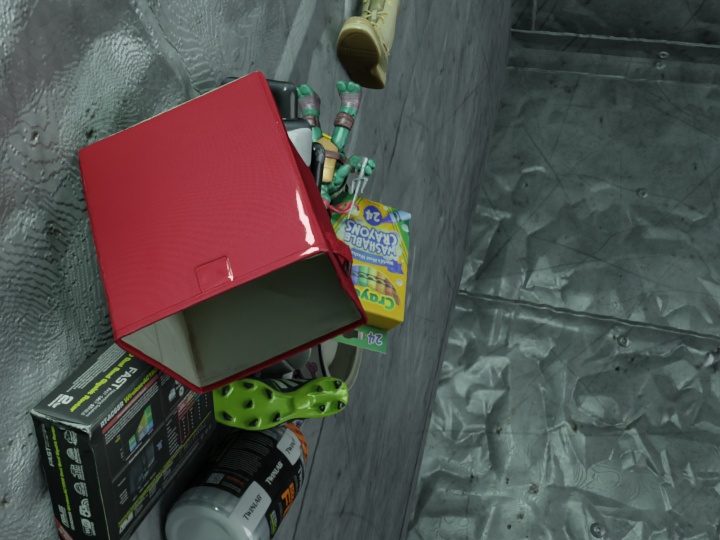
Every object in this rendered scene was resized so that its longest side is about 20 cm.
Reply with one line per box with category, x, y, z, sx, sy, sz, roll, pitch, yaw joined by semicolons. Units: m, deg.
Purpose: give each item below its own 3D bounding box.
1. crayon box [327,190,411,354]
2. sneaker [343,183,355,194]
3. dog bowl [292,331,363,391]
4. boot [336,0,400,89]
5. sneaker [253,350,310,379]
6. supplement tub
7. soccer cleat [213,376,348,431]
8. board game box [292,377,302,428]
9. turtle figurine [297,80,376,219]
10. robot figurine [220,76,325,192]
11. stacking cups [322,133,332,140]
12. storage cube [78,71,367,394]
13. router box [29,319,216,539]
crayon box;0.000;0.000;1.020;0.052;0.124;0.203;-39;-140;57
sneaker;-0.056;-0.024;1.101;0.115;0.074;0.202;-40;-146;57
dog bowl;-0.059;0.095;1.171;0.200;0.073;0.203;-2;90;-71
boot;0.019;-0.404;1.206;0.200;0.072;0.158;40;61;-74
sneaker;-0.112;0.106;1.007;0.201;0.069;0.081;120;-23;-55
supplement tub;-0.145;0.276;0.930;0.200;0.121;0.124;-53;149;-59
soccer cleat;-0.111;0.171;0.965;0.081;0.197;0.069;-21;-110;60
board game box;-0.129;0.230;1.136;0.200;0.032;0.122;-52;152;-62
turtle figurine;-0.052;-0.152;0.985;0.101;0.147;0.203;95;0;-68
robot figurine;-0.116;-0.106;0.811;0.125;0.148;0.203;-87;-178;-74
stacking cups;-0.088;-0.096;1.058;0.061;0.060;0.203;44;62;-71
storage cube;-0.116;-0.025;0.643;0.171;0.198;0.182;62;6;-65
router box;-0.215;0.143;0.709;0.200;0.061;0.152;-55;151;-58
